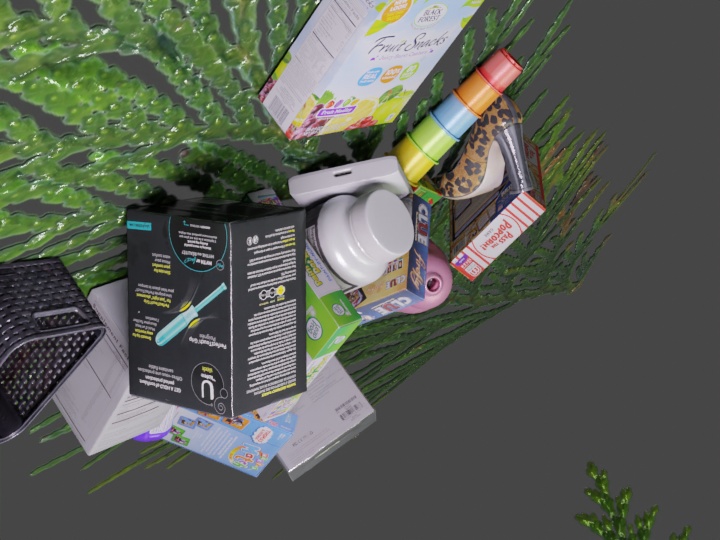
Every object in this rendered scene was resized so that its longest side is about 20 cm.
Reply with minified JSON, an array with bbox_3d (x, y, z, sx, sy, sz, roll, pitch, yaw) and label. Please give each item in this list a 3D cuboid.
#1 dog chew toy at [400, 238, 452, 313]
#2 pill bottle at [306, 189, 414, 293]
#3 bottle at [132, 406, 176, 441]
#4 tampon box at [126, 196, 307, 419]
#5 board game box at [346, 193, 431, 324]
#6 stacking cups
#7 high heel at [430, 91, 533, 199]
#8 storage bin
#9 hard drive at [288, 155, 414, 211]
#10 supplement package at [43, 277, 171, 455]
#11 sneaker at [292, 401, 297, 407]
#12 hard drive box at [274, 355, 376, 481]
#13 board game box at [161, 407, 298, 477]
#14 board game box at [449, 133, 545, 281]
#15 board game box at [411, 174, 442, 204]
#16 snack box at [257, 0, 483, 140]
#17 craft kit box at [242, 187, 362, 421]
[{"bbox_3d":[0.068,0.005,1.924,0.124,0.125,0.200,-35,-164,-8],"label":"dog chew toy"},{"bbox_3d":[-0.035,-0.024,1.646,0.200,0.111,0.111,-24,175,39],"label":"pill bottle"},{"bbox_3d":[-0.257,0.127,1.736,0.065,0.084,0.201,-5,136,-26],"label":"bottle"},{"bbox_3d":[-0.149,0.034,1.436,0.126,0.149,0.201,-14,109,-53],"label":"tampon box"},{"bbox_3d":[0.000,0.000,1.712,0.200,0.136,0.035,-22,141,40],"label":"board game box"},{"bbox_3d":[0.114,-0.196,1.710,0.200,0.061,0.060,-47,162,15],"label":"stacking cups"},{"bbox_3d":[0.150,-0.172,1.864,0.071,0.143,0.200,-21,-169,-36],"label":"high heel"},{"bbox_3d":[-0.368,0.089,1.387,0.200,0.094,0.135,-47,161,26],"label":"storage bin"},{"bbox_3d":[-0.003,-0.089,1.697,0.131,0.027,0.200,-12,165,7],"label":"hard drive"},{"bbox_3d":[-0.270,0.105,1.599,0.109,0.114,0.200,-20,157,-41],"label":"supplement package"},{"bbox_3d":[-0.098,0.106,1.933,0.118,0.073,0.201,-69,176,-55],"label":"sneaker"},{"bbox_3d":[-0.096,0.177,2.010,0.156,0.200,0.077,-34,164,-9],"label":"hard drive box"},{"bbox_3d":[-0.204,0.206,1.892,0.151,0.199,0.037,-51,-162,50],"label":"board game box"},{"bbox_3d":[0.190,-0.096,1.952,0.152,0.046,0.200,-45,-161,25],"label":"board game box"},{"bbox_3d":[0.010,-0.059,1.858,0.200,0.048,0.102,-41,164,13],"label":"board game box"},{"bbox_3d":[0.015,-0.227,1.375,0.168,0.068,0.200,-18,153,-48],"label":"snack box"},{"bbox_3d":[-0.109,0.042,1.618,0.048,0.198,0.200,-20,156,-45],"label":"craft kit box"}]
